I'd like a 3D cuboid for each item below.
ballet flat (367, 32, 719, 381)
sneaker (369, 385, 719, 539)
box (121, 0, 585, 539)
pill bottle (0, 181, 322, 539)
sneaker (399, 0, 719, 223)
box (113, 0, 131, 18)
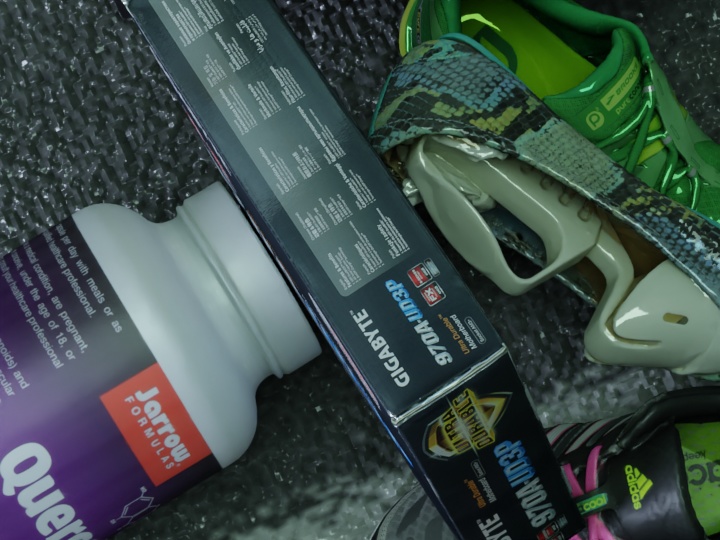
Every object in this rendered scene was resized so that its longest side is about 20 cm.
[{"bbox_3d":[0.084,-0.004,0.901,0.200,0.074,0.074,35,83,3],"label":"ballet flat"},{"bbox_3d":[0.095,0.085,0.920,0.200,0.087,0.074,-15,80,-1],"label":"sneaker"},{"bbox_3d":[0.000,0.000,0.866,0.046,0.159,0.200,-32,61,-3],"label":"box"},{"bbox_3d":[-0.119,0.050,0.919,0.200,0.112,0.113,-31,81,-4],"label":"pill bottle"},{"bbox_3d":[0.095,-0.047,0.945,0.200,0.084,0.074,38,78,7],"label":"sneaker"},{"bbox_3d":[-0.063,-0.211,1.004,0.110,0.035,0.200,-11,80,0],"label":"box"}]
